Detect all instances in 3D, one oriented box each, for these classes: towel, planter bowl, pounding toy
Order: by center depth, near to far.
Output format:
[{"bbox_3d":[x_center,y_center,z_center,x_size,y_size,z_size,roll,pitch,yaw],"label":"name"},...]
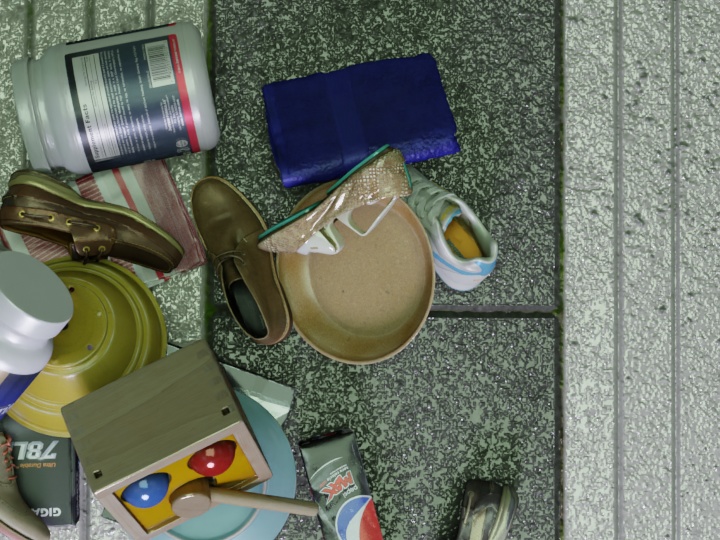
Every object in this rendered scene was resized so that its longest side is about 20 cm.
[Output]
[{"bbox_3d":[-0.165,0.192,1.456,0.183,0.200,0.143,-26,61,-5],"label":"pounding toy"},{"bbox_3d":[-0.306,0.067,1.520,0.199,0.084,0.201,1,72,-2],"label":"planter bowl"},{"bbox_3d":[-0.002,-0.161,1.586,0.199,0.050,0.148,-12,54,-2],"label":"towel"},{"bbox_3d":[-0.285,-0.034,1.601,0.199,0.023,0.145,-25,89,-4],"label":"towel"}]

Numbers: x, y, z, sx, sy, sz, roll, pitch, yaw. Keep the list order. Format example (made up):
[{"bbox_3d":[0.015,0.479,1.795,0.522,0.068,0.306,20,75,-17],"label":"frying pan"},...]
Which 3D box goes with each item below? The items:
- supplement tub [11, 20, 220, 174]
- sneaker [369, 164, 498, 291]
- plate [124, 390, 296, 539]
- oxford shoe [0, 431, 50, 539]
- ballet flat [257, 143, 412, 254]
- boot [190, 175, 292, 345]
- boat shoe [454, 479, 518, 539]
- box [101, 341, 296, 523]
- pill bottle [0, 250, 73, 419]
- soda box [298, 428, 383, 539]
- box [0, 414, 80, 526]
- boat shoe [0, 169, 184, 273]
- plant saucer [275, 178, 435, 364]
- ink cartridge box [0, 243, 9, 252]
[{"bbox_3d":[-0.258,-0.181,1.548,0.199,0.140,0.141,-11,89,-4],"label":"supplement tub"},{"bbox_3d":[0.071,-0.069,1.587,0.200,0.081,0.077,42,67,1],"label":"sneaker"},{"bbox_3d":[-0.167,0.223,1.549,0.199,0.026,0.201,0,88,-5],"label":"plate"},{"bbox_3d":[-0.385,0.208,1.517,0.075,0.070,0.200,-43,94,-9],"label":"oxford shoe"},{"bbox_3d":[-0.025,-0.055,1.528,0.200,0.070,0.065,-34,90,32],"label":"ballet flat"},{"bbox_3d":[-0.133,-0.014,1.580,0.073,0.075,0.201,-26,83,11],"label":"boot"},{"bbox_3d":[0.110,0.323,1.600,0.073,0.075,0.201,21,78,7],"label":"boat shoe"},{"bbox_3d":[-0.175,0.197,1.587,0.157,0.050,0.201,20,86,-3],"label":"box"},{"bbox_3d":[-0.374,0.082,1.425,0.116,0.116,0.200,42,113,-2],"label":"pill bottle"},{"bbox_3d":[-0.012,0.277,1.585,0.063,0.071,0.201,-15,89,-5],"label":"soda box"},{"bbox_3d":[-0.405,0.178,1.574,0.199,0.050,0.200,0,87,-4],"label":"box"},{"bbox_3d":[-0.287,-0.037,1.542,0.199,0.072,0.068,23,64,-10],"label":"boat shoe"},{"bbox_3d":[0.000,0.000,1.576,0.199,0.035,0.201,3,96,30],"label":"plant saucer"},{"bbox_3d":[-0.488,-0.014,1.531,0.200,0.085,0.145,33,86,12],"label":"ink cartridge box"}]
